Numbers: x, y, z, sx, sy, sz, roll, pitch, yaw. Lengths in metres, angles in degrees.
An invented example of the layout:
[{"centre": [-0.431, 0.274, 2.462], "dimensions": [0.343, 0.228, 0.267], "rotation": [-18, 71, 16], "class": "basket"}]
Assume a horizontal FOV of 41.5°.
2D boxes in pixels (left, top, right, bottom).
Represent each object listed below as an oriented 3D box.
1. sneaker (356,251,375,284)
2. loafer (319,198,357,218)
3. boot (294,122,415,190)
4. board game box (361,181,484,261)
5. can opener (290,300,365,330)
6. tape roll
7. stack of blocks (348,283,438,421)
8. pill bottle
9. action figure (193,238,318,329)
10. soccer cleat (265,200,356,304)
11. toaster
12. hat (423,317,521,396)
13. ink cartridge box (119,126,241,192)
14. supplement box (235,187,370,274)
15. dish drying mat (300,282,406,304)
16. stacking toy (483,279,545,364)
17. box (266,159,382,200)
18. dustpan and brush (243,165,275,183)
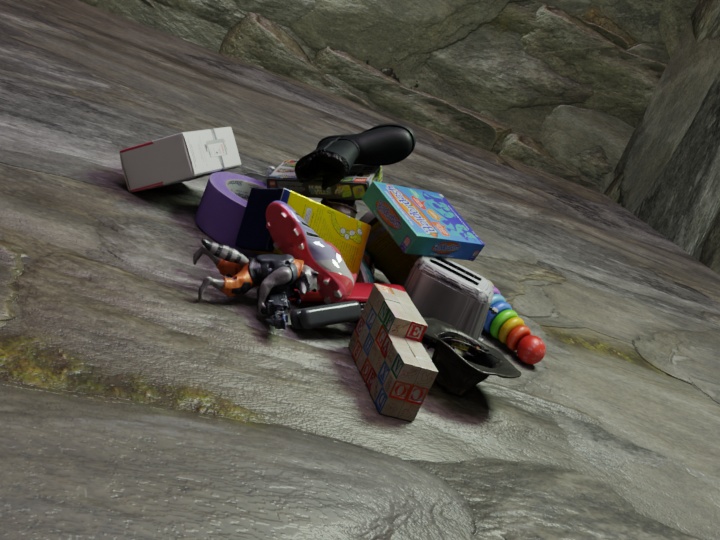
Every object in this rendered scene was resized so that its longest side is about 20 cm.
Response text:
[{"centre": [0.000, 0.000, 1.759], "dimensions": [0.079, 0.072, 0.200], "rotation": [13, 21, -25], "class": "sneaker"}, {"centre": [-0.042, -0.135, 1.814], "dimensions": [0.072, 0.072, 0.200], "rotation": [21, 10, -14], "class": "loafer"}, {"centre": [-0.007, -0.204, 1.716], "dimensions": [0.197, 0.077, 0.168], "rotation": [-4, 22, 15], "class": "boot"}, {"centre": [0.116, -0.089, 1.730], "dimensions": [0.199, 0.045, 0.153], "rotation": [4, 40, -47], "class": "board game box"}, {"centre": [-0.022, 0.078, 1.526], "dimensions": [0.198, 0.067, 0.052], "rotation": [-1, -7, -41], "class": "can opener"}, {"centre": [-0.202, -0.102, 1.769], "dimensions": [0.198, 0.086, 0.200], "rotation": [21, 17, -7], "class": "tape roll"}, {"centre": [0.050, 0.118, 1.417], "dimensions": [0.058, 0.116, 0.200], "rotation": [16, 20, -22], "class": "stack of blocks"}, {"centre": [0.082, -0.034, 1.812], "dimensions": [0.201, 0.112, 0.112], "rotation": [53, 21, 3], "class": "pill bottle"}, {"centre": [-0.155, 0.014, 1.468], "dimensions": [0.191, 0.106, 0.200], "rotation": [4, 17, -17], "class": "action figure"}, {"centre": [-0.081, -0.036, 1.552], "dimensions": [0.201, 0.066, 0.077], "rotation": [52, 39, -12], "class": "soccer cleat"}, {"centre": [0.143, 0.055, 1.694], "dimensions": [0.198, 0.130, 0.114], "rotation": [27, 17, 10], "class": "toaster"}, {"centre": [0.158, 0.152, 1.522], "dimensions": [0.199, 0.082, 0.201], "rotation": [27, 10, -5], "class": "hat"}, {"centre": [-0.338, -0.212, 1.800], "dimensions": [0.145, 0.084, 0.200], "rotation": [-12, 7, 21], "class": "ink cartridge box"}, {"centre": [-0.098, -0.061, 1.649], "dimensions": [0.199, 0.111, 0.108], "rotation": [22, -9, -38], "class": "supplement box"}, {"centre": [-0.021, 0.039, 1.619], "dimensions": [0.197, 0.018, 0.077], "rotation": [0, 21, -12], "class": "dish drying mat"}, {"centre": [0.280, 0.104, 1.821], "dimensions": [0.085, 0.086, 0.200], "rotation": [6, 29, -45], "class": "stacking toy"}, {"centre": [-0.067, -0.172, 1.791], "dimensions": [0.197, 0.035, 0.110], "rotation": [5, 27, 16], "class": "box"}, {"centre": [-0.182, -0.169, 1.910], "dimensions": [0.138, 0.058, 0.200], "rotation": [25, -4, 0], "class": "dustpan and brush"}]
